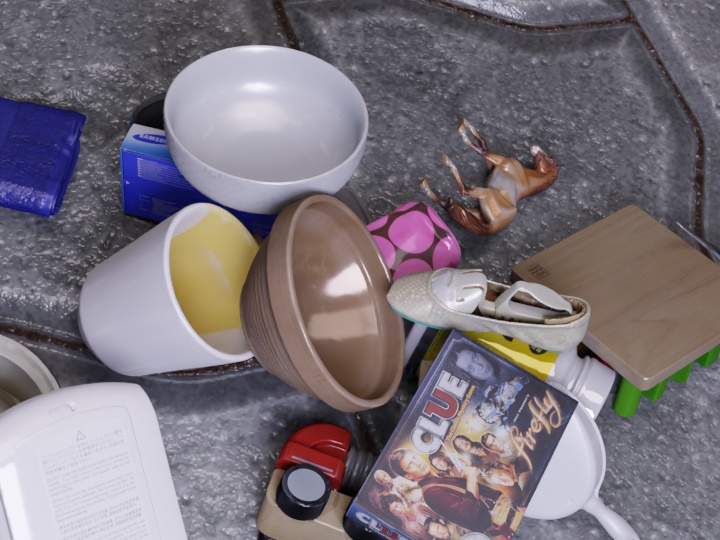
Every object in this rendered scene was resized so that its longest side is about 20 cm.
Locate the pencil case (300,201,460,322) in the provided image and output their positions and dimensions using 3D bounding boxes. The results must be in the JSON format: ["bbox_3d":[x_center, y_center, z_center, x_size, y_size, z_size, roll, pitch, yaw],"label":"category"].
[{"bbox_3d":[0.000,0.000,1.314,0.199,0.091,0.094,-26,69,-21],"label":"pencil case"}]

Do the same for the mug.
[{"bbox_3d":[-0.174,0.034,1.222,0.186,0.153,0.150,14,62,-53],"label":"mug"}]

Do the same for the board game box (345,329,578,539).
[{"bbox_3d":[0.093,0.166,1.138,0.135,0.035,0.200,29,59,5],"label":"board game box"}]

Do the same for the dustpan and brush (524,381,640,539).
[{"bbox_3d":[0.202,0.209,1.245,0.200,0.140,0.057,46,19,-1],"label":"dustpan and brush"}]

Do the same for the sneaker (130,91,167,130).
[{"bbox_3d":[-0.151,-0.142,1.397,0.199,0.073,0.082,6,53,-12],"label":"sneaker"}]

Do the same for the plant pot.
[{"bbox_3d":[-0.046,0.038,1.181,0.201,0.092,0.202,39,42,-46],"label":"plant pot"}]

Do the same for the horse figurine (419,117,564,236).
[{"bbox_3d":[0.145,-0.097,1.459,0.132,0.050,0.200,40,45,-8],"label":"horse figurine"}]

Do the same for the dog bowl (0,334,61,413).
[{"bbox_3d":[-0.361,0.153,1.132,0.199,0.074,0.201,8,53,-11],"label":"dog bowl"}]

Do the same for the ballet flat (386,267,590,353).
[{"bbox_3d":[0.125,0.026,1.222,0.199,0.062,0.068,12,46,-11],"label":"ballet flat"}]

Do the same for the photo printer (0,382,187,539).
[{"bbox_3d":[-0.234,0.199,1.072,0.166,0.069,0.201,-17,95,-38],"label":"photo printer"}]

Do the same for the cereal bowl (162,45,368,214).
[{"bbox_3d":[-0.093,-0.126,1.252,0.199,0.084,0.201,4,47,-4],"label":"cereal bowl"}]

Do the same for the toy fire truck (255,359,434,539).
[{"bbox_3d":[0.014,0.181,1.201,0.175,0.129,0.200,20,41,-1],"label":"toy fire truck"}]

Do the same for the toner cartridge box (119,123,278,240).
[{"bbox_3d":[-0.147,-0.083,1.326,0.199,0.095,0.043,14,48,4],"label":"toner cartridge box"}]

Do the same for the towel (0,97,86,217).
[{"bbox_3d":[-0.398,-0.126,1.336,0.199,0.050,0.148,14,46,-6],"label":"towel"}]

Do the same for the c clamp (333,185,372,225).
[{"bbox_3d":[-0.049,-0.032,1.378,0.199,0.027,0.171,-11,59,-21],"label":"c clamp"}]

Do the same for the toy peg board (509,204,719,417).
[{"bbox_3d":[0.293,0.051,1.394,0.199,0.098,0.199,-25,51,-31],"label":"toy peg board"}]

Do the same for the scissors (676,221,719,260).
[{"bbox_3d":[0.415,-0.015,1.449,0.200,0.014,0.073,39,40,-23],"label":"scissors"}]

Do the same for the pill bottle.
[{"bbox_3d":[0.147,0.094,1.294,0.199,0.114,0.114,30,53,5],"label":"pill bottle"}]
